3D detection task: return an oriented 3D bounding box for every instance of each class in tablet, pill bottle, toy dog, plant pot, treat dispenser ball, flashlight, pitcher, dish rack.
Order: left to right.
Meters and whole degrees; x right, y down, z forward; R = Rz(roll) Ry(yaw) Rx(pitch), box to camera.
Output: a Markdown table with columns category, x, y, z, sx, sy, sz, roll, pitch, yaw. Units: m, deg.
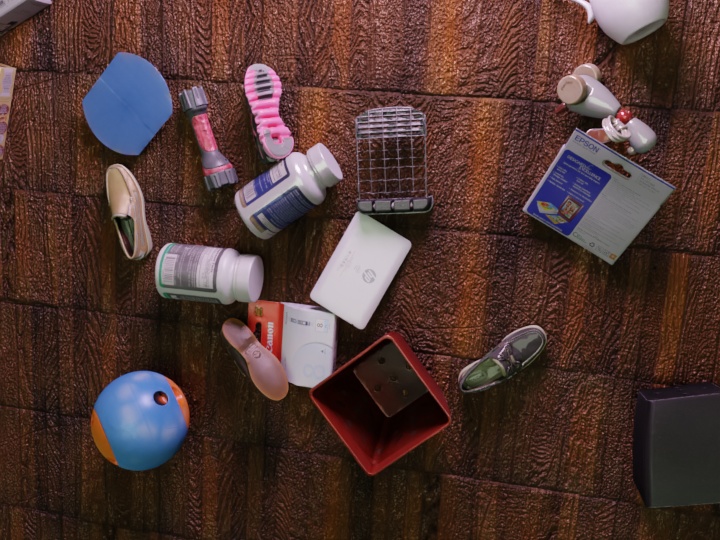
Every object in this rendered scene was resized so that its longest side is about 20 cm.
| category | x | y | z | sx | sy | sz | roll | pitch | yaw |
| --- | --- | --- | --- | --- | --- | --- | --- | --- | --- |
| treat dispenser ball | -0.458 | 0.312 | 1.570 | 0.197 | 0.201 | 0.204 | 2 | 101 | 11 |
| flashlight | -0.305 | -0.262 | 1.499 | 0.067 | 0.068 | 0.203 | -15 | 98 | 15 |
| pill bottle | -0.304 | 0.009 | 1.526 | 0.197 | 0.113 | 0.115 | 6 | 102 | 11 |
| pill bottle | -0.137 | -0.157 | 1.461 | 0.199 | 0.111 | 0.112 | -32 | 93 | 16 |
| tablet | 0.000 | 0.000 | 1.494 | 0.129 | 0.014 | 0.202 | 31 | 95 | 5 |
| plant pot | 0.050 | 0.235 | 1.461 | 0.199 | 0.176 | 0.201 | -36 | 91 | 15 |
| dish rack | 0.061 | -0.208 | 1.439 | 0.151 | 0.055 | 0.204 | -1 | 98 | 8 |
| toy dog | 0.414 | -0.268 | 1.323 | 0.202 | 0.130 | 0.097 | 64 | 144 | 26 |
| pitcher | 0.421 | -0.484 | 1.289 | 0.170 | 0.121 | 0.202 | -28 | 83 | 36 |
| plant pot | 0.591 | 0.305 | 1.359 | 0.196 | 0.200 | 0.180 | -9 | 88 | 14 |

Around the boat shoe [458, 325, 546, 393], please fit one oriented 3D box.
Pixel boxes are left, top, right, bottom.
| category | x | y | z | sx | sy | sz | roll | pitch | yaw |
| --- | --- | --- | --- | --- | --- | --- | --- | --- | --- |
| boat shoe | 0.275 | 0.181 | 1.460 | 0.200 | 0.066 | 0.072 | -35 | 91 | 16 |

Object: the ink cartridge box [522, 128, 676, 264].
| category | x | y | z | sx | sy | sz | roll | pitch | yaw |
| --- | --- | --- | --- | --- | --- | --- | --- | --- | --- |
| ink cartridge box | 0.420 | -0.133 | 1.338 | 0.196 | 0.047 | 0.201 | 33 | 133 | 6 |

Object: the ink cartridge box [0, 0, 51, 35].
| category | x | y | z | sx | sy | sz | roll | pitch | yaw |
| --- | --- | --- | --- | --- | --- | --- | --- | --- | --- |
| ink cartridge box | -0.756 | -0.566 | 1.529 | 0.198 | 0.084 | 0.148 | -23 | 95 | 15 |

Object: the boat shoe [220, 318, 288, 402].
| category | x | y | z | sx | sy | sz | roll | pitch | yaw |
| --- | --- | --- | --- | --- | --- | --- | --- | --- | --- |
| boat shoe | -0.217 | 0.188 | 1.551 | 0.070 | 0.071 | 0.201 | -30 | 75 | -25 |

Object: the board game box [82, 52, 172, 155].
| category | x | y | z | sx | sy | sz | roll | pitch | yaw |
| --- | --- | --- | --- | --- | --- | --- | --- | --- | --- |
| board game box | -0.466 | -0.338 | 1.537 | 0.158 | 0.039 | 0.200 | 45 | 111 | -4 |

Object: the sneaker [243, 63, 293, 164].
| category | x | y | z | sx | sy | sz | roll | pitch | yaw |
| --- | --- | --- | --- | --- | --- | --- | --- | --- | --- |
| sneaker | -0.190 | -0.299 | 1.467 | 0.078 | 0.095 | 0.203 | -7 | 78 | -24 |

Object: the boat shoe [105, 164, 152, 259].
| category | x | y | z | sx | sy | sz | roll | pitch | yaw |
| --- | --- | --- | --- | --- | --- | --- | --- | --- | --- |
| boat shoe | -0.487 | -0.121 | 1.560 | 0.071 | 0.076 | 0.203 | -17 | 96 | 15 |

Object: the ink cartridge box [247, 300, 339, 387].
| category | x | y | z | sx | sy | sz | roll | pitch | yaw |
| --- | --- | --- | --- | --- | --- | --- | --- | --- | --- |
| ink cartridge box | -0.146 | 0.151 | 1.554 | 0.197 | 0.047 | 0.163 | 6 | 101 | 9 |

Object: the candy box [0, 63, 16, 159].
| category | x | y | z | sx | sy | sz | roll | pitch | yaw |
| --- | --- | --- | --- | --- | --- | --- | --- | --- | --- |
| candy box | -0.810 | -0.346 | 1.597 | 0.114 | 0.055 | 0.203 | 18 | 103 | 8 |
